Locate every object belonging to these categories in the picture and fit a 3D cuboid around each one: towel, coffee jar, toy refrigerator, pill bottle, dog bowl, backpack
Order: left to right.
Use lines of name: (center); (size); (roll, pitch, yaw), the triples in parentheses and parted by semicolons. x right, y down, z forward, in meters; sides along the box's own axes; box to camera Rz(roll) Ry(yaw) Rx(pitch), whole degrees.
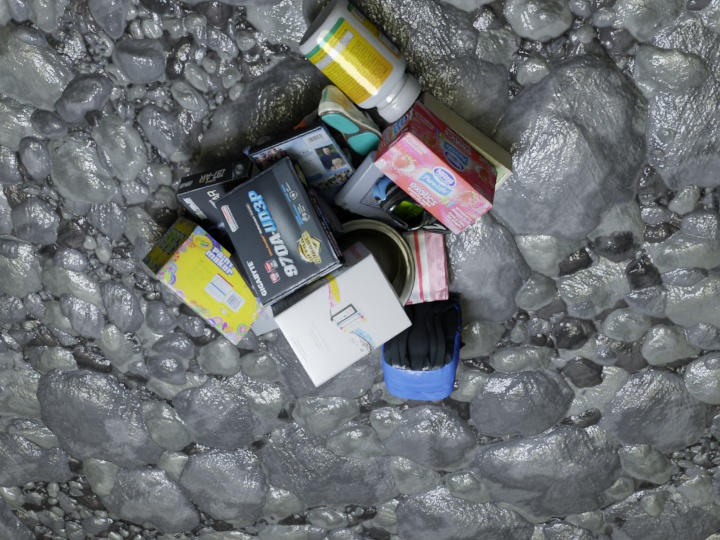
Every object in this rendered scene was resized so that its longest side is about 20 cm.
coffee jar: (-0.133, -0.045, 1.648); (0.199, 0.085, 0.105); (-39, 81, 13)
dog bowl: (0.000, 0.000, 1.730); (0.196, 0.074, 0.204); (-2, 101, -8)
pill bottle: (0.004, -0.342, 1.544); (0.199, 0.114, 0.112); (39, 122, -20)
towel: (0.068, -0.001, 1.792); (0.196, 0.023, 0.147); (-8, 108, 0)
backpack: (0.125, 0.162, 1.831); (0.159, 0.202, 0.170); (-3, 130, 9)
toy refrigerator: (0.167, -0.215, 1.638); (0.198, 0.070, 0.076); (34, 124, -15)

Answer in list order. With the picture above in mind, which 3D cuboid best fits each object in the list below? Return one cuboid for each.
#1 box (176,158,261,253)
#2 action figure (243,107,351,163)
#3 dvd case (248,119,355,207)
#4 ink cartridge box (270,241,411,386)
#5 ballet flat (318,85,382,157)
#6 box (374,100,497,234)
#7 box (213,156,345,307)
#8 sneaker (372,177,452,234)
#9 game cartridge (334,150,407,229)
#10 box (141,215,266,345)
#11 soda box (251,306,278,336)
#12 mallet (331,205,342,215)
box: (-0.215, -0.108, 1.712); (0.158, 0.044, 0.201); (-11, 139, 25)
action figure: (-0.109, -0.204, 1.690); (0.190, 0.106, 0.200); (-14, 144, 26)
dvd case: (-0.089, -0.172, 1.637); (0.140, 0.018, 0.200); (-18, 144, 16)
ink cartridge box: (-0.037, 0.070, 1.625); (0.198, 0.147, 0.146); (-32, 104, -2)
ballet flat: (-0.008, -0.258, 1.618); (0.066, 0.064, 0.200); (-8, 160, 24)
box: (0.129, -0.172, 1.573); (0.199, 0.101, 0.095); (38, 130, -19)
box: (-0.136, -0.065, 1.580); (0.157, 0.046, 0.203); (-27, 84, 14)
sneaker: (0.100, -0.097, 1.653); (0.198, 0.084, 0.071); (21, 127, -43)
game cartridge: (0.066, -0.144, 1.678); (0.198, 0.041, 0.133); (15, 134, -37)
box: (-0.291, 0.015, 1.774); (0.200, 0.192, 0.122); (43, 82, -22)
soda box: (-0.135, 0.055, 1.834); (0.197, 0.064, 0.069); (-21, 120, 21)
mallet: (-0.133, -0.109, 1.780); (0.196, 0.041, 0.067); (8, 127, -3)
